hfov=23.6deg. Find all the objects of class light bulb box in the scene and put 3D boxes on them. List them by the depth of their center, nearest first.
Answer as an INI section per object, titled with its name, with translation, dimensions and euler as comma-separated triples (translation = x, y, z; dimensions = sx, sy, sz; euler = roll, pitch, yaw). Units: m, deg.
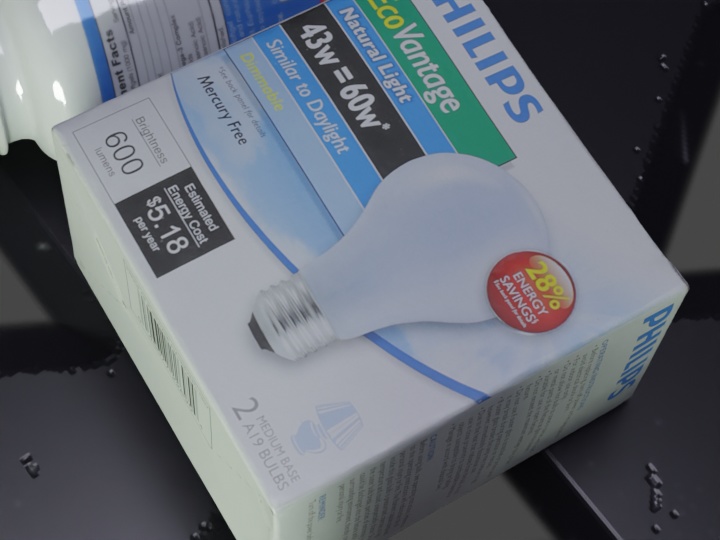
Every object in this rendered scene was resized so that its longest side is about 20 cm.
[light bulb box]
translation = 0.000, 0.000, 0.757
dimensions = 0.199, 0.125, 0.199
euler = -27, 69, -16

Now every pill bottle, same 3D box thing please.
[pill bottle]
translation = -0.110, -0.116, 0.810
dimensions = 0.199, 0.112, 0.113
euler = -18, 67, -14
